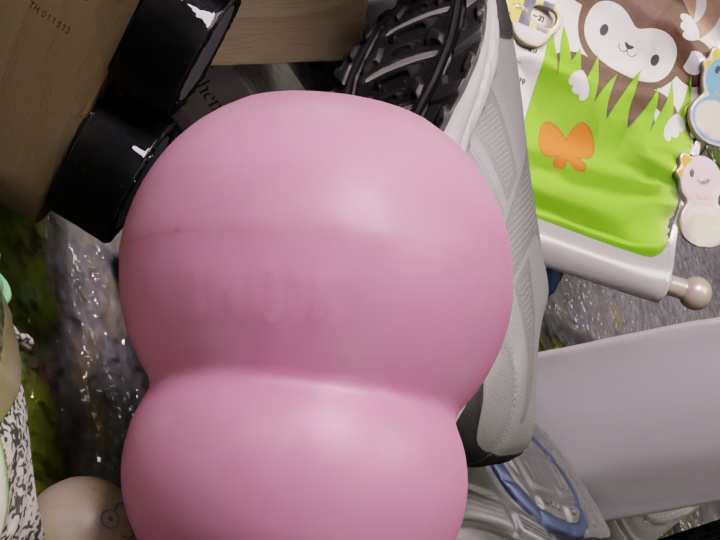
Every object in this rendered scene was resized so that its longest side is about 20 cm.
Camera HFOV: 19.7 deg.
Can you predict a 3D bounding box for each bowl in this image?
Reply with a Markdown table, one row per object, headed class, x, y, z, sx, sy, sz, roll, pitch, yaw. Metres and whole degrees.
| class | x | y | z | sx | sy | sz | roll | pitch | yaw |
| --- | --- | --- | --- | --- | --- | --- | --- | --- | --- |
| bowl | 0.148 | 0.063 | 0.912 | 0.200 | 0.198 | 0.075 | 18 | 61 | -78 |

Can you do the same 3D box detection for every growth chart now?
| class | x | y | z | sx | sy | sz | roll | pitch | yaw |
| --- | --- | --- | --- | --- | --- | --- | --- | --- | --- |
| growth chart | 0.094 | -0.091 | 0.837 | 0.143 | 0.018 | 0.202 | 9 | 80 | -14 |

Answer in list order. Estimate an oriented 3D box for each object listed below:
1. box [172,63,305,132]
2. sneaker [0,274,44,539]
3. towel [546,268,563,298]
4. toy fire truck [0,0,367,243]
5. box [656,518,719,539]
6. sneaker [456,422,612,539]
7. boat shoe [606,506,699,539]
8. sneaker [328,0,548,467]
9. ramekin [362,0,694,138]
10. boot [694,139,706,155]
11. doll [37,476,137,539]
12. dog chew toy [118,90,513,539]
| class | x | y | z | sx | sy | sz | roll | pitch | yaw |
| --- | --- | --- | --- | --- | --- | --- | --- | --- | --- |
| box | -0.044 | -0.061 | 0.849 | 0.201 | 0.038 | 0.042 | 54 | 30 | -25 |
| sneaker | -0.135 | 0.005 | 0.625 | 0.089 | 0.076 | 0.202 | 29 | 50 | -68 |
| towel | 0.000 | 0.000 | 0.817 | 0.199 | 0.048 | 0.113 | -32 | 105 | -43 |
| toy fire truck | -0.055 | -0.116 | 0.718 | 0.128 | 0.177 | 0.200 | 29 | 24 | -1 |
| box | 0.198 | 0.201 | 0.919 | 0.047 | 0.199 | 0.195 | -20 | 87 | -61 |
| sneaker | 0.018 | 0.098 | 0.778 | 0.199 | 0.087 | 0.075 | 10 | 43 | -44 |
| boat shoe | 0.170 | 0.094 | 1.085 | 0.200 | 0.068 | 0.073 | -11 | 79 | -62 |
| sneaker | 0.032 | -0.021 | 0.765 | 0.079 | 0.074 | 0.202 | 30 | 54 | -42 |
| ramekin | 0.089 | -0.108 | 0.961 | 0.200 | 0.198 | 0.106 | -46 | 119 | -60 |
| boot | 0.136 | -0.140 | 1.183 | 0.205 | 0.073 | 0.154 | 68 | 23 | -6 |
| doll | -0.052 | 0.158 | 0.667 | 0.136 | 0.048 | 0.201 | -30 | 91 | -53 |
| dog chew toy | -0.019 | 0.051 | 0.635 | 0.124 | 0.124 | 0.202 | 23 | 70 | -53 |
